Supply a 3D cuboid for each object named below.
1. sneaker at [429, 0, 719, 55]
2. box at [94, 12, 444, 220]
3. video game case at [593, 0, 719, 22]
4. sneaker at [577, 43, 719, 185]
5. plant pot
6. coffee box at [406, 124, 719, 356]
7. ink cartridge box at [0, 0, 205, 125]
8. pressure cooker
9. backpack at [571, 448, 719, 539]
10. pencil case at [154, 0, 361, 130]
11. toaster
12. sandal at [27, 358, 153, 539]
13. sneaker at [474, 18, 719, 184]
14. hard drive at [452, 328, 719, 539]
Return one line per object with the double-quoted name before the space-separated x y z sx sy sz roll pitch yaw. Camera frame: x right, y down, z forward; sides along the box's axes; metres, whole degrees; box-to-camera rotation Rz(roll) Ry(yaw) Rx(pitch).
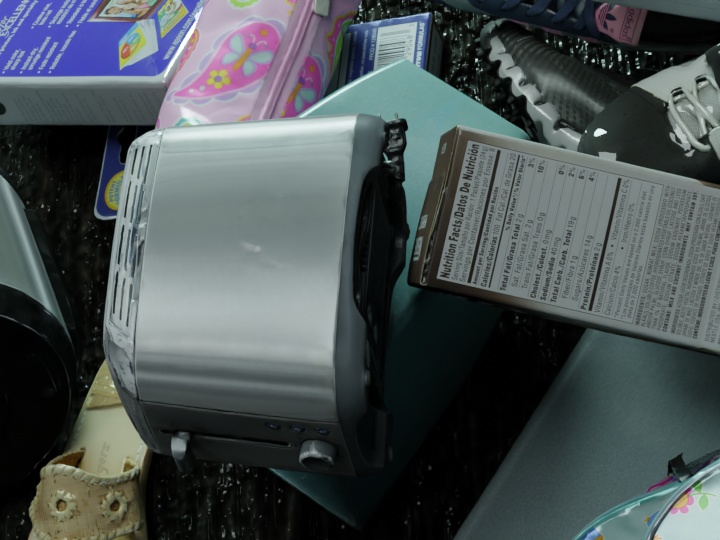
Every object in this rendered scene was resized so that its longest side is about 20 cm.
"sneaker" 0.120 -0.157 1.581 0.199 0.070 0.082 3 31 -13
"box" -0.053 -0.082 1.688 0.199 0.032 0.122 -6 55 19
"video game case" 0.172 -0.199 1.590 0.022 0.199 0.182 -59 41 33
"sneaker" 0.205 -0.097 1.502 0.199 0.089 0.074 -22 71 -16
"plant pot" 0.000 0.000 1.532 0.141 0.141 0.200 33 69 22
"coffee box" 0.129 -0.009 1.395 0.199 0.113 0.080 13 90 -1
"ink cartridge box" -0.154 -0.164 1.753 0.199 0.043 0.198 4 45 28
"pressure cooker" -0.258 0.014 1.615 0.176 0.179 0.200 -30 46 4
"backpack" 0.185 0.162 1.329 0.200 0.153 0.176 -32 77 3
"pencil case" -0.060 -0.105 1.632 0.087 0.088 0.201 7 61 27
"toaster" -0.048 0.004 1.390 0.129 0.114 0.201 0 61 9
"sandal" -0.151 0.113 1.572 0.077 0.070 0.212 3 59 25
"sneaker" 0.143 -0.081 1.585 0.090 0.067 0.200 -36 55 -6
"hard drive" 0.140 0.112 1.471 0.139 0.033 0.200 22 69 33
